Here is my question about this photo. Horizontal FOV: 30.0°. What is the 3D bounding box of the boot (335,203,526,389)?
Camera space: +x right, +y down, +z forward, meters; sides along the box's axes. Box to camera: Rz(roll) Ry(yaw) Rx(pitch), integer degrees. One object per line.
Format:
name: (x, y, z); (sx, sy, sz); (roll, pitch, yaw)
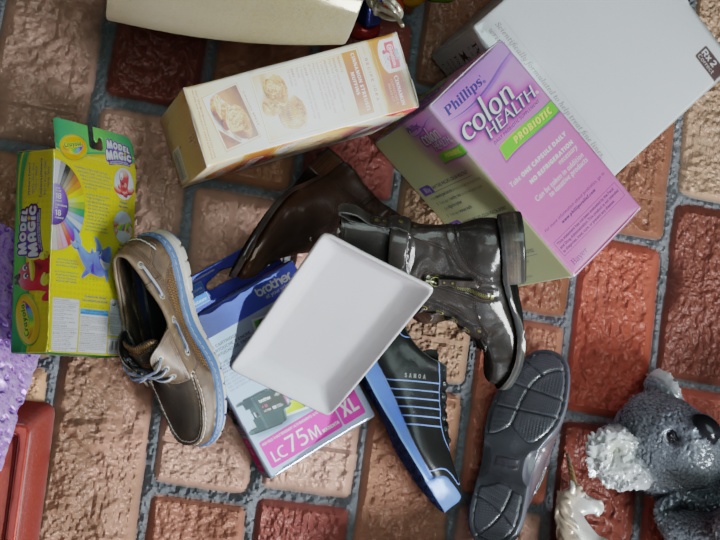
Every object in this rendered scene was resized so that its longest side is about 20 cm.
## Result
boot: (0.058, 0.023, 1.197); (0.173, 0.069, 0.201); (-3, 122, 1)

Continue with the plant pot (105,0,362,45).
plant pot: (-0.092, -0.269, 1.140); (0.199, 0.187, 0.189); (19, 81, -7)

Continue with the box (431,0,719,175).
box: (0.215, -0.206, 1.318); (0.200, 0.131, 0.199); (-41, 96, -15)

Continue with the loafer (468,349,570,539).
loafer: (0.154, 0.176, 1.313); (0.071, 0.063, 0.201); (16, 75, 17)

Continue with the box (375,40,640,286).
box: (0.133, -0.091, 1.261); (0.097, 0.176, 0.200); (-44, 96, -14)

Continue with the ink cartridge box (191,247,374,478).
ink cartridge box: (-0.085, 0.078, 1.259); (0.119, 0.042, 0.201); (-29, 92, -16)

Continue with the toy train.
toy train: (0.042, -0.261, 1.250); (0.115, 0.200, 0.085); (-11, 123, -24)

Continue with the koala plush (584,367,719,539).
koala plush: (0.319, 0.199, 1.307); (0.200, 0.184, 0.177); (44, 52, 7)

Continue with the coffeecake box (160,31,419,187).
coffeecake box: (-0.068, -0.143, 1.221); (0.199, 0.153, 0.074); (-18, 91, -16)

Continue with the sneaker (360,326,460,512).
sneaker: (0.057, 0.127, 1.277); (0.078, 0.070, 0.201); (-28, 93, -11)

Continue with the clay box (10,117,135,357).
clay box: (-0.250, -0.026, 1.184); (0.047, 0.115, 0.202); (-3, 83, 28)

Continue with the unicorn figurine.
unicorn figurine: (0.228, 0.300, 1.304); (0.137, 0.074, 0.201); (25, 85, -1)

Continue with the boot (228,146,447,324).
boot: (0.000, 0.000, 1.243); (0.200, 0.064, 0.187); (41, 56, -2)

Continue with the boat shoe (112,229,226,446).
boat shoe: (-0.180, 0.068, 1.198); (0.072, 0.072, 0.201); (-24, 99, -56)

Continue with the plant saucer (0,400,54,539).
plant saucer: (-0.377, 0.205, 1.168); (0.199, 0.037, 0.201); (8, 83, -14)

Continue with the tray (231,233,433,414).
tray: (-0.028, 0.046, 1.178); (0.107, 0.200, 0.022); (26, 42, -13)

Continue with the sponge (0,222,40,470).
sponge: (-0.323, 0.059, 1.148); (0.111, 0.030, 0.201); (38, 58, -44)
